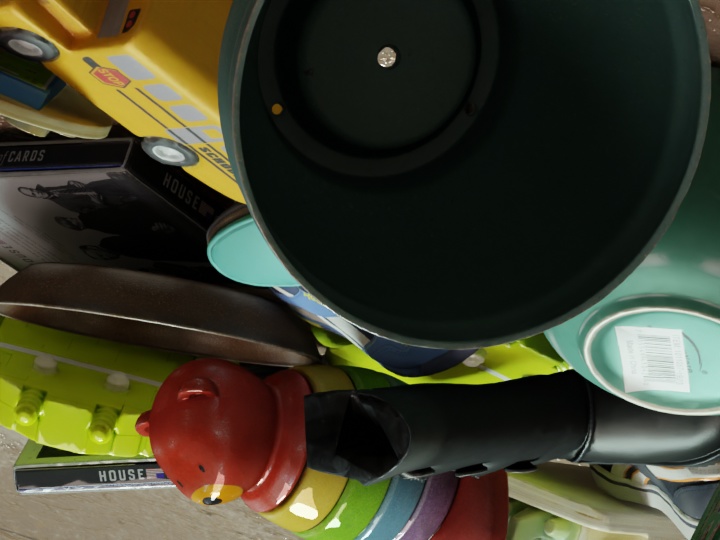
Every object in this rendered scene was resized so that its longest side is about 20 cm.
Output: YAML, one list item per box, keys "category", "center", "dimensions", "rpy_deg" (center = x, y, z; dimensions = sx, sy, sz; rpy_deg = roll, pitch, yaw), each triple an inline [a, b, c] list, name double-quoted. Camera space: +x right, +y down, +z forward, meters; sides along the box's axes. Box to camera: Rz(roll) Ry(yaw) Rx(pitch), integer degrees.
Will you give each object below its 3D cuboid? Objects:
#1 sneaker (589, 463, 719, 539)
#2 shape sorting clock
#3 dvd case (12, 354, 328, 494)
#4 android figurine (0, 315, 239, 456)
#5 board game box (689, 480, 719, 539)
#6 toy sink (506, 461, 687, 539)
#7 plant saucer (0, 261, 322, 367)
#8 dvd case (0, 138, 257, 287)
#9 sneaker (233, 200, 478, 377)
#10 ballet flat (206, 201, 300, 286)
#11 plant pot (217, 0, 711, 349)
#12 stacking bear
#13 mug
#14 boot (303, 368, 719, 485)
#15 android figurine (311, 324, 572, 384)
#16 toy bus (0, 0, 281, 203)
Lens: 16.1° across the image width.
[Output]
- category: "sneaker"
  center: [0.195, 0.104, 1.546]
  dimensions: [0.078, 0.080, 0.200]
  rpy_deg: [-13, -168, -16]
- category: "shape sorting clock"
  center: [-0.217, -0.108, 1.263]
  dimensions: [0.199, 0.039, 0.200]
  rpy_deg: [23, -168, -5]
- category: "dvd case"
  center: [-0.106, 0.096, 1.617]
  dimensions: [0.199, 0.150, 0.025]
  rpy_deg: [-3, 111, 9]
- category: "android figurine"
  center: [-0.169, 0.059, 1.590]
  dimensions: [0.181, 0.041, 0.200]
  rpy_deg: [15, -160, 1]
- category: "board game box"
  center: [0.214, 0.108, 1.345]
  dimensions: [0.029, 0.200, 0.135]
  rpy_deg: [29, 160, 2]
- category: "toy sink"
  center: [0.147, 0.193, 1.631]
  dimensions: [0.130, 0.112, 0.200]
  rpy_deg: [18, -176, 39]
- category: "plant saucer"
  center: [-0.118, 0.025, 1.487]
  dimensions: [0.199, 0.032, 0.200]
  rpy_deg: [9, 172, 1]
- category: "dvd case"
  center: [-0.165, -0.031, 1.517]
  dimensions: [0.199, 0.025, 0.150]
  rpy_deg: [1, 155, 38]
- category: "sneaker"
  center: [0.000, 0.000, 1.378]
  dimensions: [0.200, 0.074, 0.082]
  rpy_deg: [16, 155, 51]
- category: "ballet flat"
  center: [0.007, -0.039, 1.311]
  dimensions: [0.200, 0.073, 0.073]
  rpy_deg: [-13, 145, 41]
- category: "plant pot"
  center: [0.026, -0.082, 1.058]
  dimensions: [0.200, 0.201, 0.134]
  rpy_deg: [26, -175, -23]
- category: "stacking bear"
  center: [-0.029, 0.106, 1.461]
  dimensions: [0.199, 0.114, 0.121]
  rpy_deg: [17, 155, -29]
- category: "mug"
  center: [0.167, 0.004, 1.189]
  dimensions: [0.185, 0.115, 0.152]
  rpy_deg: [30, 143, -19]
- category: "boot"
  center: [0.092, 0.075, 1.349]
  dimensions: [0.199, 0.066, 0.165]
  rpy_deg: [4, 164, -37]
- category: "android figurine"
  center: [0.065, 0.052, 1.531]
  dimensions: [0.182, 0.041, 0.200]
  rpy_deg: [27, 159, -26]
- category: "toy bus"
  center: [-0.090, -0.103, 1.234]
  dimensions: [0.078, 0.065, 0.200]
  rpy_deg: [-1, 153, 39]
